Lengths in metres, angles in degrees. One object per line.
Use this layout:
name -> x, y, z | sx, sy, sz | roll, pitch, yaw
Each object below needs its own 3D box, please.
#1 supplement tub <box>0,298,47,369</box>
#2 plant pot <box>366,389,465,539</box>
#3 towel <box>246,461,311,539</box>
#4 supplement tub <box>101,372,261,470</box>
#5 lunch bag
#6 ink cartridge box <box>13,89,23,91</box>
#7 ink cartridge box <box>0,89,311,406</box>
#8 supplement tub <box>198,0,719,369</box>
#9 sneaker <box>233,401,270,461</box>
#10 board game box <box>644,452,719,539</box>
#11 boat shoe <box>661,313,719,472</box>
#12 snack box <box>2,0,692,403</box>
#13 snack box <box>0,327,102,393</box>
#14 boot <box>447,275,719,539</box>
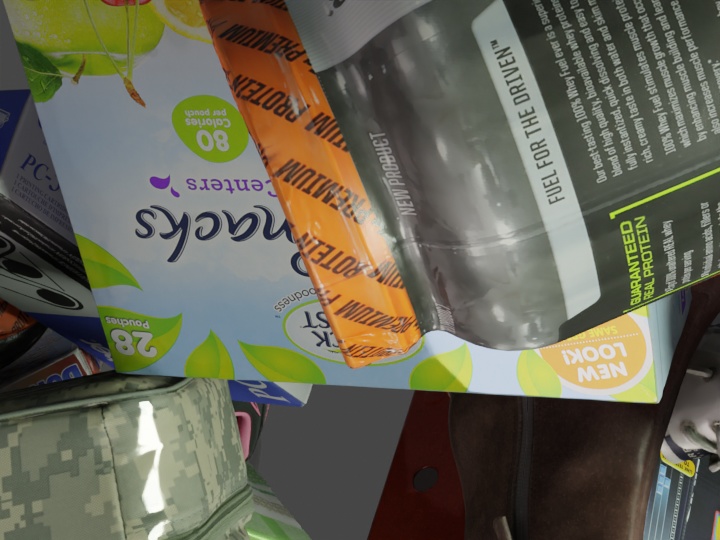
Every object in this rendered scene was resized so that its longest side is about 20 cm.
supplement tub -> -0.216, 0.000, 0.852 | 0.122, 0.123, 0.200 | 25, 156, -28
plant pot -> 0.108, 0.158, 0.983 | 0.199, 0.201, 0.176 | -2, 145, 34
towel -> -0.112, 0.108, 0.972 | 0.149, 0.031, 0.200 | 25, -176, -22
supplement tub -> -0.174, 0.130, 1.145 | 0.199, 0.133, 0.132 | 17, 159, -9
lunch bag -> -0.135, 0.134, 0.693 | 0.198, 0.169, 0.139 | -12, 180, 7
ink cartridge box -> -0.020, -0.052, 0.691 | 0.199, 0.060, 0.104 | 10, 159, 14
ink cartridge box -> -0.106, -0.005, 0.724 | 0.093, 0.045, 0.200 | 2, 156, 36
supplement tub -> 0.070, -0.059, 0.427 | 0.199, 0.123, 0.123 | -23, 156, -2
sneaker -> -0.096, 0.041, 0.925 | 0.079, 0.096, 0.200 | 4, 156, 29
board game box -> 0.182, 0.134, 0.894 | 0.056, 0.166, 0.199 | -10, 149, 44
boat shoe -> 0.154, 0.054, 0.760 | 0.199, 0.070, 0.071 | 13, 152, 48
snack box -> -0.001, -0.046, 0.579 | 0.199, 0.068, 0.170 | 3, 125, 22
snack box -> -0.163, 0.052, 0.879 | 0.072, 0.024, 0.200 | -26, -173, -5
boot -> 0.111, 0.052, 0.709 | 0.072, 0.167, 0.199 | 24, 146, -34
